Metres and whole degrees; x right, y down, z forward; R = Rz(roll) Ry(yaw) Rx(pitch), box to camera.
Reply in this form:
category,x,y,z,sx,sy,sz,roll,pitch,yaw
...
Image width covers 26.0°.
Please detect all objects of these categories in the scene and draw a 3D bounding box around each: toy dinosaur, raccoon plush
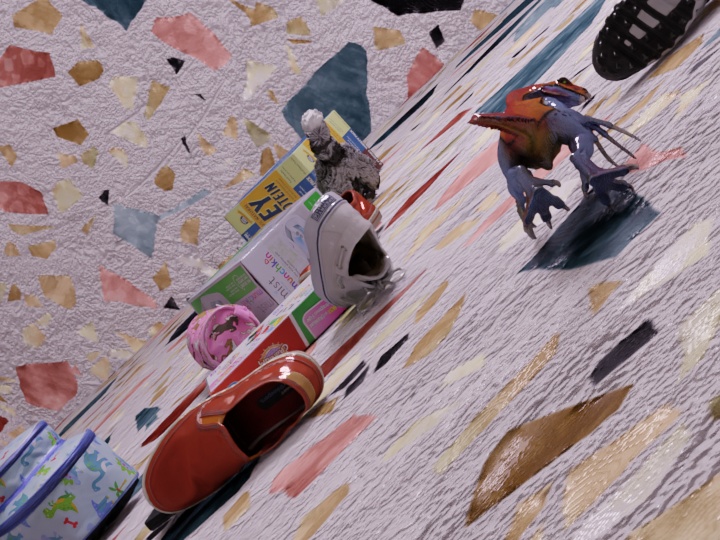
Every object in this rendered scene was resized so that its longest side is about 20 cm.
category,x,y,z,sx,sy,sz,roll,pitch,yaw
toy dinosaur,0.135,-0.108,1.114,0.105,0.200,0.182,-27,41,7
raccoon plush,-0.048,-0.171,2.412,0.096,0.201,0.134,-28,22,-22

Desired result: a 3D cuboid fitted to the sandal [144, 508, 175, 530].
category,x,y,z,sx,sy,sz,roll,pitch,yaw
sandal,-0.147,0.168,1.487,0.201,0.048,0.075,-48,8,-33

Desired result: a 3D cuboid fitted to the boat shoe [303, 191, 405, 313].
category,x,y,z,sx,sy,sz,roll,pitch,yaw
boat shoe,0.003,-0.004,1.563,0.075,0.086,0.202,-51,-21,-19

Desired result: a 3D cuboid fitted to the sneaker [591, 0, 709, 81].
category,x,y,z,sx,sy,sz,roll,pitch,yaw
sneaker,0.285,-0.250,1.420,0.200,0.066,0.090,-53,-11,4

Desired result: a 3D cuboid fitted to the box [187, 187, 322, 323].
category,x,y,z,sx,sy,sz,roll,pitch,yaw
box,-0.127,-0.001,2.224,0.176,0.097,0.200,-45,7,-31

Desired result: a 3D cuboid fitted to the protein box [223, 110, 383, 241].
category,x,y,z,sx,sy,sz,roll,pitch,yaw
protein box,-0.097,-0.139,2.713,0.198,0.135,0.200,-39,8,33

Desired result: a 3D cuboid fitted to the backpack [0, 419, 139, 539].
category,x,y,z,sx,sy,sz,roll,pitch,yaw
backpack,-0.364,0.265,1.779,0.200,0.147,0.183,-33,15,46

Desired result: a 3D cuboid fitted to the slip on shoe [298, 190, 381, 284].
category,x,y,z,sx,sy,sz,roll,pitch,yaw
slip on shoe,-0.035,-0.038,1.976,0.074,0.061,0.200,-37,11,37

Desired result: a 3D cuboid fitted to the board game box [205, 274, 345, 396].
category,x,y,z,sx,sy,sz,roll,pitch,yaw
board game box,-0.088,0.074,1.748,0.200,0.040,0.153,-45,7,-3

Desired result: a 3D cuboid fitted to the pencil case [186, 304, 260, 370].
category,x,y,z,sx,sy,sz,roll,pitch,yaw
pencil case,-0.181,0.088,2.059,0.082,0.087,0.200,-13,1,-12

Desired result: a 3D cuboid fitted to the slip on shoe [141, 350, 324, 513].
category,x,y,z,sx,sy,sz,roll,pitch,yaw
slip on shoe,-0.115,0.145,1.361,0.200,0.074,0.061,-38,11,14
